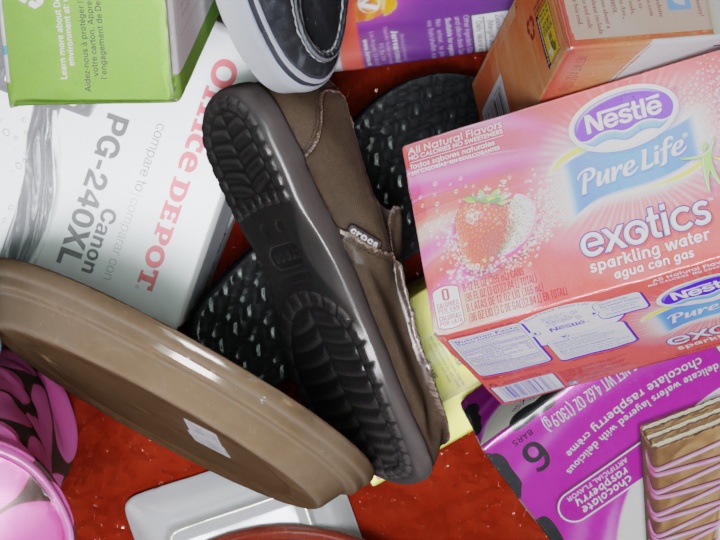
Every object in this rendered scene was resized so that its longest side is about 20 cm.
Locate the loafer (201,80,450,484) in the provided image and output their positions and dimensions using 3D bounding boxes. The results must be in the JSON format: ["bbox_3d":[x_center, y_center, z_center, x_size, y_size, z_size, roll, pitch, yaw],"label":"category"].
[{"bbox_3d":[0.000,0.000,1.317,0.071,0.073,0.201,-29,105,-32],"label":"loafer"}]

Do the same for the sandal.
[{"bbox_3d":[-0.006,-0.022,1.378,0.200,0.045,0.075,-42,101,-13],"label":"sandal"}]

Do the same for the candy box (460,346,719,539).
[{"bbox_3d":[0.159,0.105,1.362,0.136,0.061,0.200,-36,111,6],"label":"candy box"}]

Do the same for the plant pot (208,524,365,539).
[{"bbox_3d":[-0.037,0.231,1.316,0.199,0.195,0.202,0,95,2],"label":"plant pot"}]

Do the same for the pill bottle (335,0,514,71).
[{"bbox_3d":[0.067,-0.158,1.338,0.199,0.111,0.112,-8,95,2],"label":"pill bottle"}]

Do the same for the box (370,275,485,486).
[{"bbox_3d":[0.073,0.020,1.386,0.199,0.050,0.076,-29,96,5],"label":"box"}]

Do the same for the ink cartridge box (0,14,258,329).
[{"bbox_3d":[-0.148,-0.074,1.366,0.199,0.083,0.146,20,96,0],"label":"ink cartridge box"}]

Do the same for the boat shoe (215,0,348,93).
[{"bbox_3d":[-0.022,-0.170,1.228,0.067,0.072,0.201,7,110,33],"label":"boat shoe"}]

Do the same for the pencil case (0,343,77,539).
[{"bbox_3d":[-0.167,0.097,1.328,0.091,0.200,0.094,-44,103,7],"label":"pencil case"}]

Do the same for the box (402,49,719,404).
[{"bbox_3d":[0.130,-0.023,1.259,0.199,0.103,0.095,-16,66,15],"label":"box"}]

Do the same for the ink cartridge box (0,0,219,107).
[{"bbox_3d":[-0.107,-0.188,1.211,0.075,0.148,0.201,-1,115,8],"label":"ink cartridge box"}]

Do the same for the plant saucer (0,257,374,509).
[{"bbox_3d":[-0.086,0.055,1.321,0.199,0.200,0.030,29,78,-1],"label":"plant saucer"}]

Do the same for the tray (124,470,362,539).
[{"bbox_3d":[-0.036,0.190,1.421,0.107,0.022,0.201,-18,95,4],"label":"tray"}]

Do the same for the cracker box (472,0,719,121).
[{"bbox_3d":[0.163,-0.097,1.302,0.199,0.134,0.058,-6,67,-15],"label":"cracker box"}]
